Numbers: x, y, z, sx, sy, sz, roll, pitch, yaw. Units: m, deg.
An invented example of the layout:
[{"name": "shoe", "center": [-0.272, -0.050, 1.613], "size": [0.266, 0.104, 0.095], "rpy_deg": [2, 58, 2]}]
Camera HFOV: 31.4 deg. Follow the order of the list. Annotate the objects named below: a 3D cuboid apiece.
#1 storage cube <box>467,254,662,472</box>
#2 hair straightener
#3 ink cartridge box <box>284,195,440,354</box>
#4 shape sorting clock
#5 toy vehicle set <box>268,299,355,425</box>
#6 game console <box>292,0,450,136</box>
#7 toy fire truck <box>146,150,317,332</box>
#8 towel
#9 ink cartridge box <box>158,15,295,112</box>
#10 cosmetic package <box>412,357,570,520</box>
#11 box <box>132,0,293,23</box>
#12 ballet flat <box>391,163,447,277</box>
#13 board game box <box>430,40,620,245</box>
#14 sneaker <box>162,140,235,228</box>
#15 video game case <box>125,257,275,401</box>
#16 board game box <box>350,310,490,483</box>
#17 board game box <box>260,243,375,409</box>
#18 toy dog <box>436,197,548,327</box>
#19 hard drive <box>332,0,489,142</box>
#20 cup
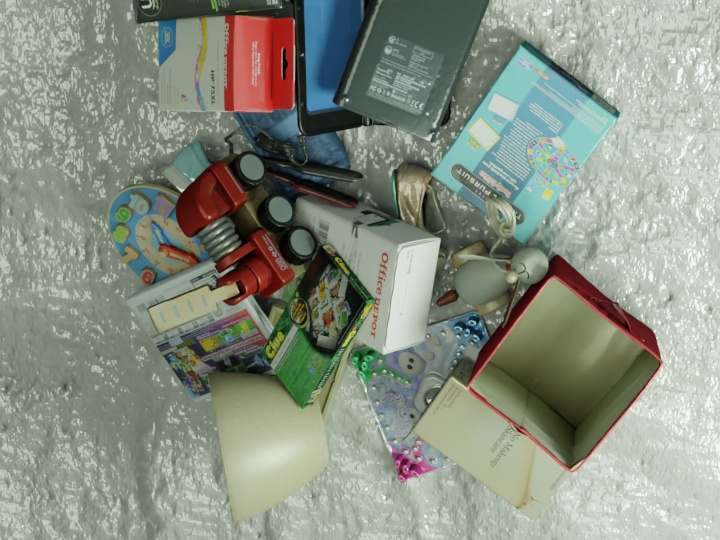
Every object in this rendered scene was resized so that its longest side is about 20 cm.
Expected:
[{"name": "storage cube", "center": [0.255, 0.108, 1.588], "size": [0.170, 0.180, 0.201], "rpy_deg": [37, 103, 2]}, {"name": "hair straightener", "center": [-0.087, -0.147, 1.656], "size": [0.197, 0.041, 0.078], "rpy_deg": [21, 112, 14]}, {"name": "ink cartridge box", "center": [0.000, 0.000, 1.649], "size": [0.199, 0.084, 0.148], "rpy_deg": [26, 116, 40]}, {"name": "shape sorting clock", "center": [-0.264, -0.032, 1.759], "size": [0.197, 0.039, 0.202], "rpy_deg": [15, 130, 18]}, {"name": "toy vehicle set", "center": [-0.093, 0.156, 1.802], "size": [0.123, 0.027, 0.203], "rpy_deg": [23, 112, 9]}, {"name": "game console", "center": [0.018, -0.272, 1.590], "size": [0.173, 0.116, 0.203], "rpy_deg": [4, 108, 17]}, {"name": "toy fire truck", "center": [-0.185, -0.025, 1.616], "size": [0.177, 0.199, 0.128], "rpy_deg": [56, 141, -2]}, {"name": "towel", "center": [-0.102, -0.197, 1.686], "size": [0.111, 0.049, 0.202], "rpy_deg": [-27, 97, 21]}, {"name": "ink cartridge box", "center": [-0.169, -0.257, 1.601], "size": [0.198, 0.067, 0.118], "rpy_deg": [7, 99, 45]}, {"name": "cosmetic package", "center": [0.180, 0.221, 1.688], "size": [0.199, 0.073, 0.104], "rpy_deg": [35, 113, 5]}, {"name": "box", "center": [-0.174, -0.387, 1.595], "size": [0.197, 0.149, 0.126], "rpy_deg": [-2, 107, 17]}, {"name": "ballet flat", "center": [0.080, -0.039, 1.672], "size": [0.066, 0.068, 0.203], "rpy_deg": [-2, 108, 9]}, {"name": "board game box", "center": [0.205, -0.159, 1.605], "size": [0.150, 0.047, 0.201], "rpy_deg": [37, 113, 3]}, {"name": "sneaker", "center": [-0.169, -0.095, 1.727], "size": [0.199, 0.074, 0.082], "rpy_deg": [41, 91, -11]}, {"name": "video game case", "center": [-0.210, 0.083, 1.776], "size": [0.198, 0.023, 0.184], "rpy_deg": [-21, 109, 36]}, {"name": "board game box", "center": [0.105, 0.177, 1.749], "size": [0.197, 0.026, 0.203], "rpy_deg": [-18, 101, 21]}, {"name": "board game box", "center": [-0.057, 0.074, 1.645], "size": [0.105, 0.023, 0.201], "rpy_deg": [49, 129, 23]}, {"name": "toy dog", "center": [0.154, 0.011, 1.603], "size": [0.096, 0.201, 0.133], "rpy_deg": [-31, 73, -18]}, {"name": "hard drive", "center": [0.065, -0.276, 1.573], "size": [0.138, 0.033, 0.203], "rpy_deg": [18, 101, -18]}, {"name": "cup", "center": [-0.121, 0.227, 1.731], "size": [0.141, 0.200, 0.204], "rpy_deg": [-10, 105, -8]}]
